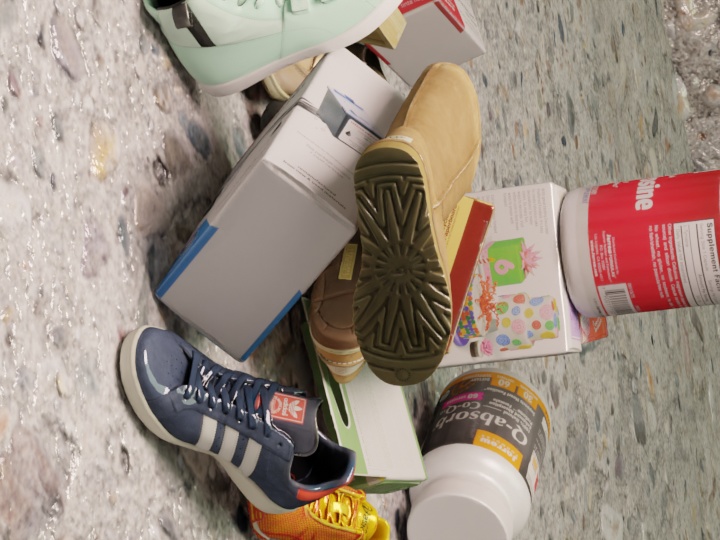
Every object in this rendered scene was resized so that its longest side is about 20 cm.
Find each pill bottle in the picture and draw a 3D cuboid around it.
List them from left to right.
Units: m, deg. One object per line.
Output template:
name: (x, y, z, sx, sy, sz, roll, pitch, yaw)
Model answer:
pill bottle: (0.109, 0.188, 1.819, 0.200, 0.115, 0.117, -65, 143, -58)
pill bottle: (0.275, -0.025, 1.641, 0.112, 0.198, 0.113, -7, 90, -71)

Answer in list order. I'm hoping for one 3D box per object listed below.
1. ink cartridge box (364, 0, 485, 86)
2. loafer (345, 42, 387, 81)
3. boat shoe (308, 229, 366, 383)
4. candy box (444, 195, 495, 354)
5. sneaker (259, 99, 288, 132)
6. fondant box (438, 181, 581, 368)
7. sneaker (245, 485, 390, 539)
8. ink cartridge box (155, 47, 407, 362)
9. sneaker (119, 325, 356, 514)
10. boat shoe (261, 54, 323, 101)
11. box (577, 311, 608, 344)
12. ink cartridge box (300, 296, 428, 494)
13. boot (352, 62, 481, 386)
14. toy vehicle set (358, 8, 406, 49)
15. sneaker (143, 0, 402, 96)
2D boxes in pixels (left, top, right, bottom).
ink cartridge box: (0.029, -0.288, 1.752, 0.144, 0.083, 0.202, 33, 37, -66)
loafer: (0.040, -0.121, 1.773, 0.201, 0.069, 0.075, 66, 21, -6)
boat shoe: (0.000, 0.000, 1.524, 0.077, 0.071, 0.201, 85, 20, -47)
candy box: (0.058, 0.005, 1.542, 0.200, 0.056, 0.118, 119, -11, -87)
sneaker: (-0.031, -0.050, 1.585, 0.201, 0.075, 0.091, 62, 37, -37)
fondant box: (0.083, 0.010, 1.685, 0.058, 0.198, 0.146, 11, 73, -69)
sneaker: (-0.031, 0.177, 1.483, 0.200, 0.076, 0.074, 40, 47, -61)
ink cartridge box: (-0.049, -0.052, 1.392, 0.086, 0.147, 0.200, 36, 31, -9)
sneaker: (-0.076, 0.094, 1.326, 0.200, 0.084, 0.076, 41, 45, -39)
boat shoe: (-0.042, -0.168, 1.576, 0.200, 0.064, 0.073, 46, 25, -63)
box: (0.112, 0.026, 1.763, 0.095, 0.198, 0.104, -6, 87, -69)
ink cartridge box: (-0.012, 0.104, 1.573, 0.200, 0.048, 0.147, 16, 57, -68)
boot: (0.048, -0.036, 1.351, 0.200, 0.065, 0.177, -56, 148, -67)
toy vehicle set: (-0.053, -0.240, 1.504, 0.027, 0.123, 0.200, -66, 152, -14)
sneaker: (-0.056, -0.207, 1.384, 0.118, 0.199, 0.074, 46, 19, -50)
